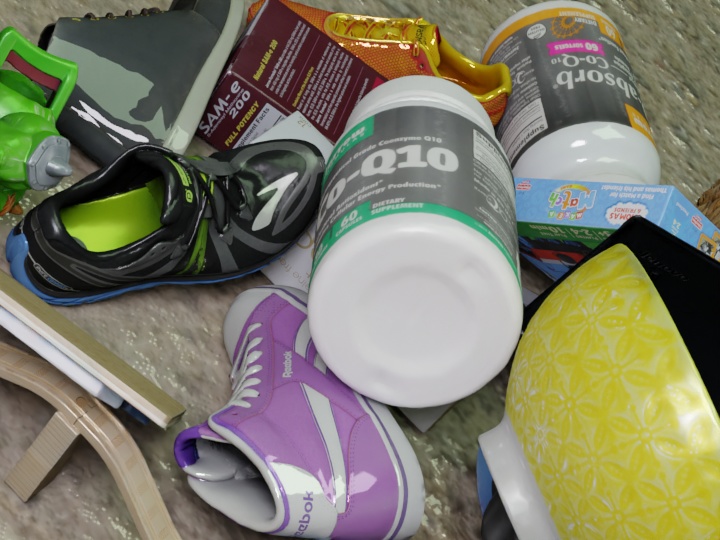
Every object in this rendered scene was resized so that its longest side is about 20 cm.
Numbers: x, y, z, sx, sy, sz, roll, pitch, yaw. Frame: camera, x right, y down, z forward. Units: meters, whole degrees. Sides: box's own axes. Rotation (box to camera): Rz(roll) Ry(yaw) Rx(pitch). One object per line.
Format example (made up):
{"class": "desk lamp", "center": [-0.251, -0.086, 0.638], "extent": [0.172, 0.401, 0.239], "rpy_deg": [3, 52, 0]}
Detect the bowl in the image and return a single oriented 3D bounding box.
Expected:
{"class": "bowl", "center": [0.122, 0.098, 0.857], "extent": [0.200, 0.107, 0.202], "rpy_deg": [-23, 90, -87]}

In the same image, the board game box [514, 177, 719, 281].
{"class": "board game box", "center": [0.193, 0.003, 1.129], "extent": [0.199, 0.150, 0.037], "rpy_deg": [35, 71, -39]}

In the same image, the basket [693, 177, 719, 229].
{"class": "basket", "center": [0.332, -0.011, 1.259], "extent": [0.142, 0.200, 0.150], "rpy_deg": [33, 37, -9]}

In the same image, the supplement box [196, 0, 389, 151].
{"class": "supplement box", "center": [-0.007, -0.084, 1.144], "extent": [0.199, 0.061, 0.109], "rpy_deg": [35, 36, -10]}

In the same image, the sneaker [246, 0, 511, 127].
{"class": "sneaker", "center": [0.015, -0.158, 1.221], "extent": [0.198, 0.077, 0.073], "rpy_deg": [18, 42, -14]}

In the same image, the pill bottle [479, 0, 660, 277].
{"class": "pill bottle", "center": [0.157, -0.093, 1.256], "extent": [0.115, 0.117, 0.201], "rpy_deg": [18, 42, -28]}

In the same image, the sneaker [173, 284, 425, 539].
{"class": "sneaker", "center": [-0.055, 0.068, 0.912], "extent": [0.113, 0.073, 0.201], "rpy_deg": [3, 28, -31]}

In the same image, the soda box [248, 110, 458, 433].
{"class": "soda box", "center": [0.000, 0.000, 1.060], "extent": [0.200, 0.068, 0.064], "rpy_deg": [44, 36, 3]}

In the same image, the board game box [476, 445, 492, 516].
{"class": "board game box", "center": [0.150, 0.166, 1.057], "extent": [0.199, 0.039, 0.159], "rpy_deg": [-12, 63, -39]}

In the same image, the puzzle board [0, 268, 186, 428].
{"class": "puzzle board", "center": [-0.173, 0.017, 0.850], "extent": [0.199, 0.017, 0.151], "rpy_deg": [37, -4, -1]}

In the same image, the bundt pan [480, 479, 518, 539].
{"class": "bundt pan", "center": [0.151, 0.166, 0.970], "extent": [0.200, 0.076, 0.203], "rpy_deg": [18, 48, -21]}

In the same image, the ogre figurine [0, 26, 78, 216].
{"class": "ogre figurine", "center": [-0.216, -0.086, 0.901], "extent": [0.119, 0.200, 0.099], "rpy_deg": [16, 85, -23]}

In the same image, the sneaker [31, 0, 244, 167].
{"class": "sneaker", "center": [-0.141, -0.145, 1.071], "extent": [0.106, 0.075, 0.201], "rpy_deg": [32, 39, -17]}

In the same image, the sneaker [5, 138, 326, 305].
{"class": "sneaker", "center": [-0.099, -0.032, 0.958], "extent": [0.198, 0.083, 0.071], "rpy_deg": [-16, 75, -30]}

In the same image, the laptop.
{"class": "laptop", "center": [0.191, 0.023, 1.112], "extent": [0.186, 0.117, 0.200], "rpy_deg": [28, 13, -18]}

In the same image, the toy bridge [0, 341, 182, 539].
{"class": "toy bridge", "center": [-0.150, 0.085, 0.841], "extent": [0.200, 0.067, 0.027], "rpy_deg": [45, 37, 4]}

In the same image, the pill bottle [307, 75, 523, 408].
{"class": "pill bottle", "center": [0.031, -0.024, 0.947], "extent": [0.112, 0.113, 0.201], "rpy_deg": [30, 26, -14]}
